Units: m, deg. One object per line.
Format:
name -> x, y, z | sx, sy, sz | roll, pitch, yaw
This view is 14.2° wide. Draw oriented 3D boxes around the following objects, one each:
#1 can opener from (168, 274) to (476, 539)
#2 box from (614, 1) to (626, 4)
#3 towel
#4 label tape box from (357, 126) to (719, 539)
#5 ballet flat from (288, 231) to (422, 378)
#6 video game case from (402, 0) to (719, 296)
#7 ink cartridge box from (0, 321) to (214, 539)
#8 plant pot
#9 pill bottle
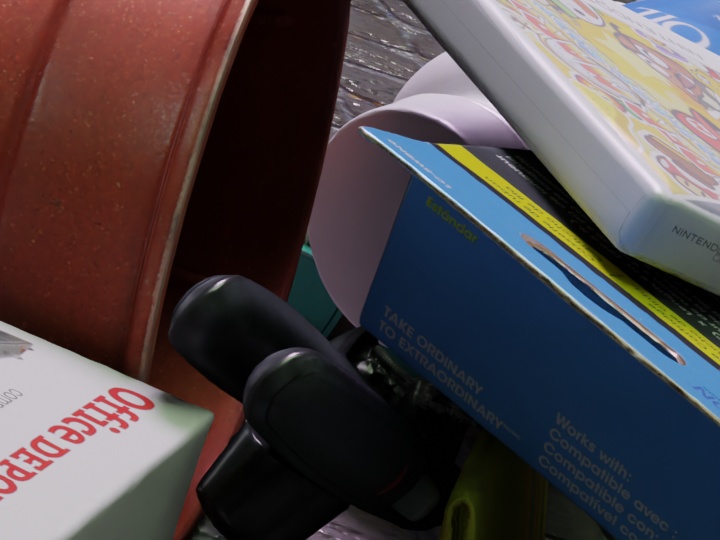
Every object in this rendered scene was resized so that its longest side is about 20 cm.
can opener -> -0.008, 0.043, 0.787 | 0.063, 0.079, 0.200 | 35, -7, 13
box -> 0.194, -0.039, 1.370 | 0.200, 0.124, 0.097 | 10, 18, -39
towel -> 0.036, 0.076, 0.830 | 0.018, 0.086, 0.200 | 4, 13, 9
label tape box -> 0.079, 0.031, 0.769 | 0.144, 0.063, 0.200 | 40, 18, 23
ballet flat -> 0.000, 0.000, 1.056 | 0.200, 0.076, 0.064 | 24, 49, -18
video game case -> 0.102, -0.034, 0.844 | 0.182, 0.023, 0.200 | 23, 20, -35
ink cartridge box -> -0.152, 0.045, 0.678 | 0.200, 0.083, 0.147 | 23, 14, 8
plant pot -> -0.124, -0.037, 0.828 | 0.195, 0.201, 0.201 | 15, 14, 7
pill bottle -> 0.075, -0.031, 0.996 | 0.112, 0.112, 0.200 | 29, 29, 28
